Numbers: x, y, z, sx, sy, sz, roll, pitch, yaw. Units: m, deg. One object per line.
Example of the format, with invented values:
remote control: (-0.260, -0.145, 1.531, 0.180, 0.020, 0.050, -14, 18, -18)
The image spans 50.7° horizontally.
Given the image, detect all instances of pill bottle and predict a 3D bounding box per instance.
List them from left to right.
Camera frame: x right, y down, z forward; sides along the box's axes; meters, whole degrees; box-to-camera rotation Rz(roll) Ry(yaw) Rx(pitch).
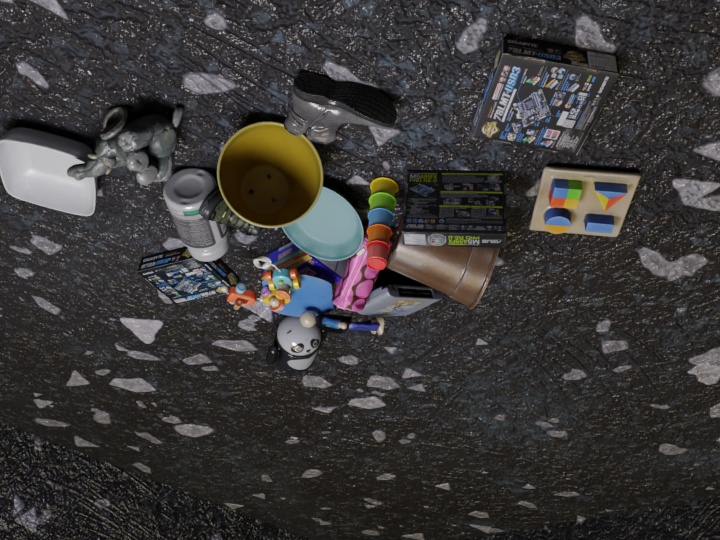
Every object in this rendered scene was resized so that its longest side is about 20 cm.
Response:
pill bottle: (-0.347, -0.115, 1.639, 0.112, 0.114, 0.201, 4, 145, 6)

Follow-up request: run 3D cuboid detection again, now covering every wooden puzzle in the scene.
wooden puzzle: (0.445, -0.126, 1.521, 0.183, 0.047, 0.201, 5, 145, 4)

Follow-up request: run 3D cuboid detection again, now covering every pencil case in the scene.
pencil case: (0.000, 0.000, 1.689, 0.090, 0.094, 0.201, 23, 115, 5)

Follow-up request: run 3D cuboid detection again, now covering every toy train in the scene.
toy train: (-0.216, 0.048, 1.675, 0.149, 0.056, 0.200, 17, 146, -24)

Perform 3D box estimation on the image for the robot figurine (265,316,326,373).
robot figurine: (-0.171, 0.200, 2.041, 0.124, 0.151, 0.200, 23, 145, 1)

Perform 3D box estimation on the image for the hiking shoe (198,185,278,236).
hiking shoe: (-0.244, -0.117, 1.562, 0.076, 0.100, 0.200, -59, 157, 19)

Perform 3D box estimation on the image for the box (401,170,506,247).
box: (0.184, -0.122, 1.480, 0.198, 0.161, 0.044, 1, 144, 8)

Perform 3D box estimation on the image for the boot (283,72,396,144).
boot: (-0.038, -0.280, 1.392, 0.199, 0.070, 0.132, 21, 148, 0)

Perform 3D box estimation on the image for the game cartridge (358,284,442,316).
game cartridge: (0.087, 0.074, 1.822, 0.199, 0.042, 0.133, 4, 152, -44)

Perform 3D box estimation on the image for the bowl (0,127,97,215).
bowl: (-0.643, -0.216, 1.589, 0.198, 0.075, 0.200, 14, 146, -9)

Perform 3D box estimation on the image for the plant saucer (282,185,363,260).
plant saucer: (-0.080, -0.110, 1.622, 0.198, 0.036, 0.201, 15, 135, 15)

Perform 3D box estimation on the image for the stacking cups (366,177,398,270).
stacking cups: (0.040, -0.090, 1.518, 0.060, 0.201, 0.061, 5, 148, 3)

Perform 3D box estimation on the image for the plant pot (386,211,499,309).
plant pot: (0.168, -0.044, 1.579, 0.197, 0.201, 0.201, 18, 145, -2)

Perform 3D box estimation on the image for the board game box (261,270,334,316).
board game box: (-0.141, 0.044, 1.760, 0.156, 0.039, 0.201, 1, 149, 2)

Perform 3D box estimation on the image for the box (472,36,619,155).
box: (0.311, -0.294, 1.305, 0.197, 0.050, 0.201, 10, 146, -2)

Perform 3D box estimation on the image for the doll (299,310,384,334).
doll: (-0.050, 0.126, 1.810, 0.198, 0.049, 0.136, 6, 175, -23)

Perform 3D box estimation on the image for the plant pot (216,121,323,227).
plant pot: (-0.181, -0.173, 1.483, 0.198, 0.202, 0.142, 15, 171, -10)

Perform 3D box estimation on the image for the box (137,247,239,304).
box: (-0.429, 0.012, 1.895, 0.199, 0.046, 0.159, -12, 141, 26)

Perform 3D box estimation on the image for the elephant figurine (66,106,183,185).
elephant figurine: (-0.458, -0.245, 1.472, 0.199, 0.155, 0.143, 15, 115, 35)

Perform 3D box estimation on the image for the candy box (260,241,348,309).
candy box: (-0.106, 0.012, 1.803, 0.168, 0.078, 0.200, -23, 133, 38)
